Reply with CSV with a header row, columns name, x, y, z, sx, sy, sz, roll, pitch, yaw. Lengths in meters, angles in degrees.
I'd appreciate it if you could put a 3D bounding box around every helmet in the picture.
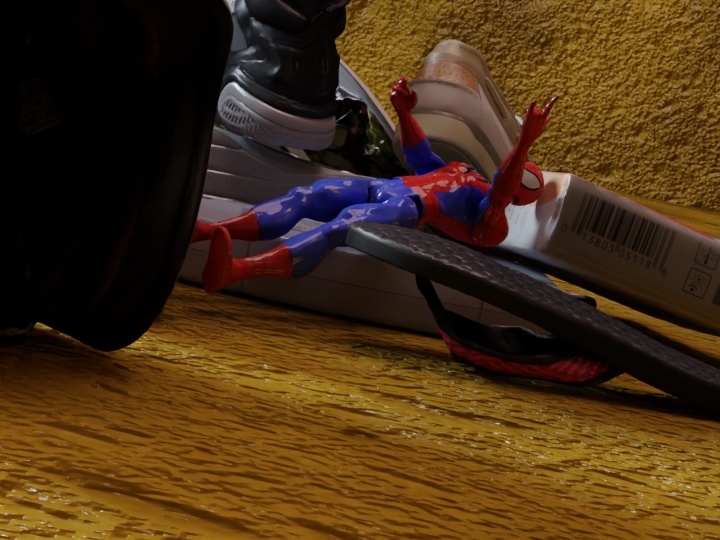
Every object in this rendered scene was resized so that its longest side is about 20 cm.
name,x,y,z,sx,sy,sz,roll,pitch,yaw
helmet,-0.142,-0.075,0.618,0.199,0.191,0.200,11,6,-1

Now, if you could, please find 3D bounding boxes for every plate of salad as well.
name,x,y,z,sx,sy,sz,roll,pitch,yaw
plate of salad,-0.026,-0.083,1.170,0.048,0.200,0.200,-38,27,-17

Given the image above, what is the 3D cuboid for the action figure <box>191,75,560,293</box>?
name,x,y,z,sx,sy,sz,roll,pitch,yaw
action figure,0.014,-0.051,0.853,0.200,0.099,0.065,-7,37,-34

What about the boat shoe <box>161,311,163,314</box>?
name,x,y,z,sx,sy,sz,roll,pitch,yaw
boat shoe,-0.164,-0.035,0.792,0.199,0.071,0.070,13,10,22

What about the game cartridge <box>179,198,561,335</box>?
name,x,y,z,sx,sy,sz,roll,pitch,yaw
game cartridge,0.000,0.000,0.934,0.199,0.041,0.133,11,3,-2

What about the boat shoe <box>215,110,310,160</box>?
name,x,y,z,sx,sy,sz,roll,pitch,yaw
boat shoe,-0.090,-0.082,1.149,0.202,0.060,0.072,47,-19,15

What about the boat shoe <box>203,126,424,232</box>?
name,x,y,z,sx,sy,sz,roll,pitch,yaw
boat shoe,-0.062,-0.038,1.040,0.199,0.072,0.071,17,-4,4

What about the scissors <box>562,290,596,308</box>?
name,x,y,z,sx,sy,sz,roll,pitch,yaw
scissors,0.054,0.008,1.044,0.200,0.014,0.073,8,9,-42

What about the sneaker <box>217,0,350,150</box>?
name,x,y,z,sx,sy,sz,roll,pitch,yaw
sneaker,-0.065,-0.151,1.051,0.075,0.114,0.200,6,20,-38

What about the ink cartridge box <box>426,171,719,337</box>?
name,x,y,z,sx,sy,sz,roll,pitch,yaw
ink cartridge box,0.140,-0.011,1.014,0.162,0.050,0.200,22,2,-18

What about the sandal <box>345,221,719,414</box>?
name,x,y,z,sx,sy,sz,roll,pitch,yaw
sandal,0.081,0.033,0.807,0.200,0.045,0.075,25,10,-10

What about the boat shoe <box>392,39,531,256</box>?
name,x,y,z,sx,sy,sz,roll,pitch,yaw
boat shoe,0.072,-0.065,1.069,0.075,0.069,0.200,9,-19,16
